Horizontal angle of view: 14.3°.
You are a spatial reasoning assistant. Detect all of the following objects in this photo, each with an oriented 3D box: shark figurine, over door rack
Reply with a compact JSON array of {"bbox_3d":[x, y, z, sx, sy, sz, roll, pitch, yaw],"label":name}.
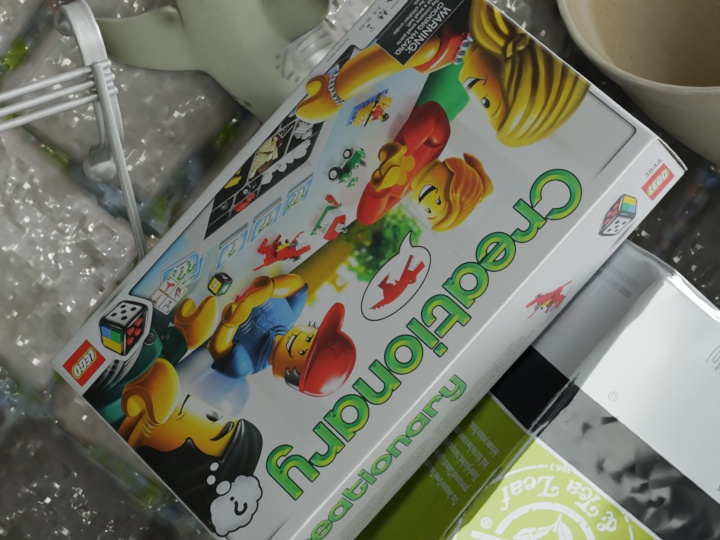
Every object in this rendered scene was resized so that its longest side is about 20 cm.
[{"bbox_3d":[-0.036,-0.142,1.046,0.128,0.215,0.090,15,45,13],"label":"shark figurine"},{"bbox_3d":[-0.144,0.014,1.044,0.148,0.067,0.200,-20,111,-14],"label":"over door rack"}]

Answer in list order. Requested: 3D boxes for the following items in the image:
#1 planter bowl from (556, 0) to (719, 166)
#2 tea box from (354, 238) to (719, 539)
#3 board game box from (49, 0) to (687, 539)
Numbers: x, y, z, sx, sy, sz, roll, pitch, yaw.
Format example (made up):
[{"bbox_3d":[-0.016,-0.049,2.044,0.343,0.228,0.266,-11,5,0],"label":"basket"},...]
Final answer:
[{"bbox_3d":[0.191,-0.104,1.075,0.200,0.200,0.135,-48,129,-9],"label":"planter bowl"},{"bbox_3d":[0.101,0.123,0.993,0.200,0.134,0.197,39,93,-12],"label":"tea box"},{"bbox_3d":[0.000,0.000,0.985,0.200,0.126,0.035,-48,146,1],"label":"board game box"}]
